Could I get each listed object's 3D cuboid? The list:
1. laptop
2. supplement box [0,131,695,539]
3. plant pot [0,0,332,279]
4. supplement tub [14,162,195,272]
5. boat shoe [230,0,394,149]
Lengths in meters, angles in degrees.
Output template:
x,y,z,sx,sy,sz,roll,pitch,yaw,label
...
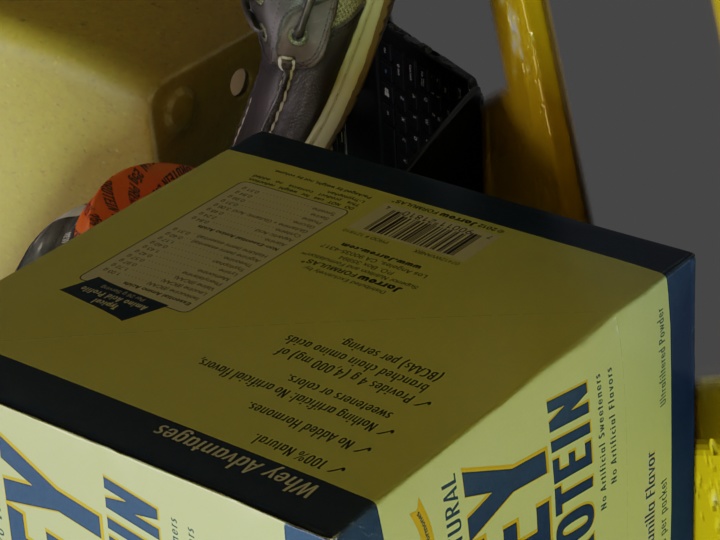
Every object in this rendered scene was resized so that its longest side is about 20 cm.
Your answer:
x,y,z,sx,sy,sz,roll,pitch,yaw,label
0.000,0.000,1.016,0.200,0.103,0.178,40,140,49,laptop
-0.020,0.068,0.799,0.199,0.199,0.135,17,125,35,supplement box
-0.122,-0.078,1.122,0.199,0.195,0.196,18,127,35,plant pot
-0.109,0.054,1.010,0.200,0.122,0.123,-55,43,40,supplement tub
-0.019,-0.121,0.943,0.073,0.064,0.201,-111,42,-62,boat shoe
